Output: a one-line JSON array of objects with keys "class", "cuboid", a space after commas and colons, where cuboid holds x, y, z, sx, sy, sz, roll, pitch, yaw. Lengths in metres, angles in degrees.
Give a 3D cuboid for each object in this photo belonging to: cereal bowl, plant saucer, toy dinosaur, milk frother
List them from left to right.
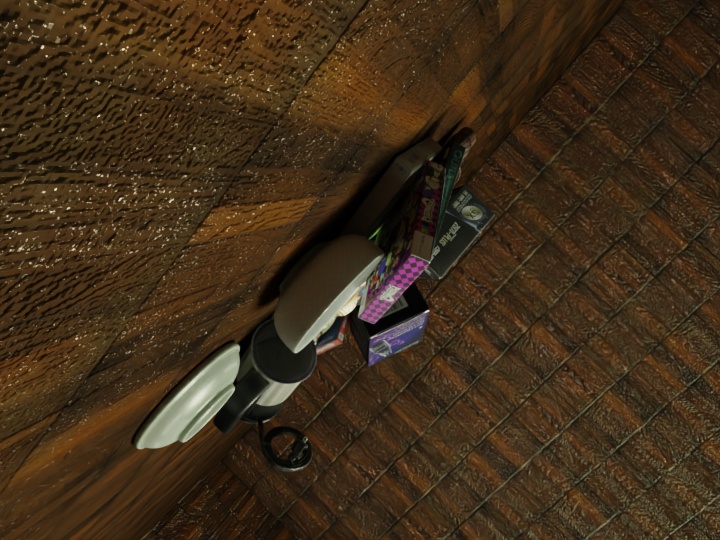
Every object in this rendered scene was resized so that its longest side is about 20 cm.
[{"class": "plant saucer", "cuboid": [-0.238, 0.194, 0.871, 0.200, 0.050, 0.200, -48, 176, -4]}, {"class": "milk frother", "cuboid": [-0.134, 0.221, 1.022, 0.188, 0.198, 0.182, -52, -167, 49]}, {"class": "cereal bowl", "cuboid": [-0.058, 0.020, 0.871, 0.200, 0.083, 0.200, -47, 176, -4]}, {"class": "toy dinosaur", "cuboid": [-0.033, 0.035, 1.019, 0.199, 0.101, 0.058, -39, -143, 6]}]

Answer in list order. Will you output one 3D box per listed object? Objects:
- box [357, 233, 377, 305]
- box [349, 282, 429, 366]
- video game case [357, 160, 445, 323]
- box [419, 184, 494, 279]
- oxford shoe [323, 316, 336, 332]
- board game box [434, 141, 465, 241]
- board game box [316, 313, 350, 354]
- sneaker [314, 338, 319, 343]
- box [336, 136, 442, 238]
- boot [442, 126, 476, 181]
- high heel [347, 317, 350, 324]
[{"class": "box", "cuboid": [0.000, 0.000, 1.132, 0.138, 0.037, 0.200, -66, 163, 13]}, {"class": "box", "cuboid": [0.060, 0.113, 1.327, 0.146, 0.105, 0.201, -24, 156, -10]}, {"class": "video game case", "cuboid": [0.062, -0.040, 0.912, 0.200, 0.035, 0.183, 127, -19, -53]}, {"class": "box", "cuboid": [0.155, -0.073, 1.195, 0.164, 0.086, 0.200, -49, -173, -7]}, {"class": "oxford shoe", "cuboid": [-0.067, 0.039, 1.161, 0.075, 0.057, 0.202, -35, 153, -45]}, {"class": "board game box", "cuboid": [0.106, -0.097, 0.974, 0.135, 0.028, 0.203, 167, -57, -76]}, {"class": "board game box", "cuboid": [-0.108, 0.158, 1.368, 0.199, 0.019, 0.104, -28, -151, 34]}, {"class": "sneaker", "cuboid": [-0.131, 0.143, 1.242, 0.198, 0.080, 0.129, -32, 176, -36]}, {"class": "box", "cuboid": [0.042, -0.115, 0.955, 0.200, 0.036, 0.144, -49, 176, 35]}, {"class": "boot", "cuboid": [0.134, -0.174, 1.170, 0.200, 0.064, 0.187, -46, 167, -33]}, {"class": "high heel", "cuboid": [-0.026, 0.065, 1.471, 0.068, 0.096, 0.200, -50, 175, 35]}]
